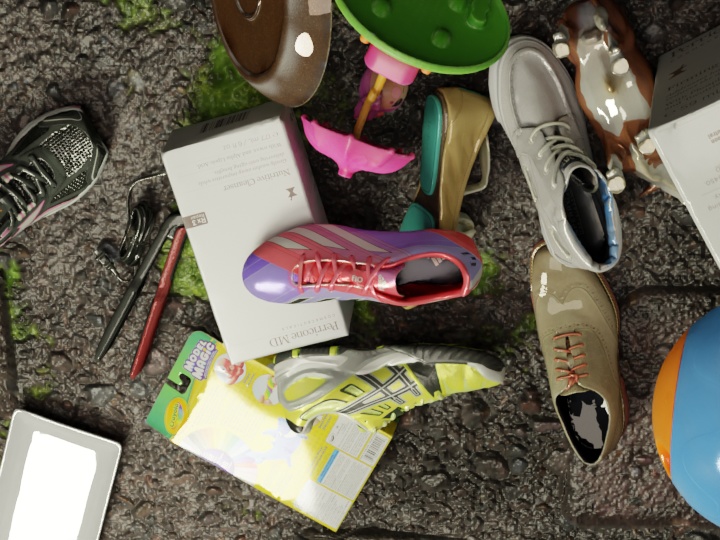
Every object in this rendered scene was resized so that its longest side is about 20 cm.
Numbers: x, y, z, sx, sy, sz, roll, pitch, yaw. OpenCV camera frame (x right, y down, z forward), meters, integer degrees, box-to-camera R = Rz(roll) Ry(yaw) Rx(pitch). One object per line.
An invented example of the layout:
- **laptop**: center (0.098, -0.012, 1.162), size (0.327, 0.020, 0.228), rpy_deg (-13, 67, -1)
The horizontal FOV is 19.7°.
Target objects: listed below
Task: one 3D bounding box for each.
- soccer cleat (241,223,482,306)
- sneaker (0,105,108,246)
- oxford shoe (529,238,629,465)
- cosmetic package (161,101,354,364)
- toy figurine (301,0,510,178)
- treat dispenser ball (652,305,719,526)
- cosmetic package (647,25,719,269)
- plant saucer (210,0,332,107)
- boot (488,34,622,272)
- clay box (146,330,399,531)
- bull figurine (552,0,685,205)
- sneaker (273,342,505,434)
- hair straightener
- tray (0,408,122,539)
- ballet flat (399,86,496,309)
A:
- **soccer cleat**: center (0.000, 0.000, 1.687), size (0.199, 0.077, 0.067), rpy_deg (-2, 109, 4)
- **sneaker**: center (-0.303, -0.059, 1.794), size (0.200, 0.086, 0.080), rpy_deg (-39, 102, 21)
- **oxford shoe**: center (0.187, 0.069, 1.758), size (0.070, 0.075, 0.201), rpy_deg (-13, 107, 18)
- **cosmetic package**: center (-0.085, -0.033, 1.762), size (0.112, 0.081, 0.201), rpy_deg (-17, 106, 8)
- **toy figurine**: center (0.022, -0.166, 1.667), size (0.150, 0.200, 0.184), rpy_deg (26, 133, -4)
- **treat dispenser ball**: center (0.337, 0.118, 1.681), size (0.200, 0.201, 0.202), rpy_deg (4, 112, 9)
- **cosmetic package**: center (0.333, -0.103, 1.596), size (0.167, 0.200, 0.167), rpy_deg (-26, 105, 19)
- **plant saucer**: center (-0.078, -0.227, 1.637), size (0.032, 0.200, 0.201), rpy_deg (-10, 114, -25)
- **boot**: center (0.165, -0.095, 1.673), size (0.073, 0.096, 0.201), rpy_deg (-23, 100, -8)
- **clay box**: center (-0.080, 0.135, 1.850), size (0.200, 0.048, 0.115), rpy_deg (30, 113, -1)
- **bull figurine**: center (0.212, -0.128, 1.659), size (0.065, 0.121, 0.200), rpy_deg (-25, 99, 18)
- **sneaker**: center (0.026, 0.101, 1.786), size (0.199, 0.075, 0.077), rpy_deg (-3, 88, 5)
- **hair straightener**: center (-0.199, -0.004, 1.821), size (0.077, 0.041, 0.201), rpy_deg (22, 113, 1)
- **tray**: center (-0.292, 0.226, 1.939), size (0.107, 0.022, 0.201), rpy_deg (18, 113, 2)
- **ballet flat**: center (0.075, -0.057, 1.740), size (0.063, 0.069, 0.201), rpy_deg (1, 117, -21)
